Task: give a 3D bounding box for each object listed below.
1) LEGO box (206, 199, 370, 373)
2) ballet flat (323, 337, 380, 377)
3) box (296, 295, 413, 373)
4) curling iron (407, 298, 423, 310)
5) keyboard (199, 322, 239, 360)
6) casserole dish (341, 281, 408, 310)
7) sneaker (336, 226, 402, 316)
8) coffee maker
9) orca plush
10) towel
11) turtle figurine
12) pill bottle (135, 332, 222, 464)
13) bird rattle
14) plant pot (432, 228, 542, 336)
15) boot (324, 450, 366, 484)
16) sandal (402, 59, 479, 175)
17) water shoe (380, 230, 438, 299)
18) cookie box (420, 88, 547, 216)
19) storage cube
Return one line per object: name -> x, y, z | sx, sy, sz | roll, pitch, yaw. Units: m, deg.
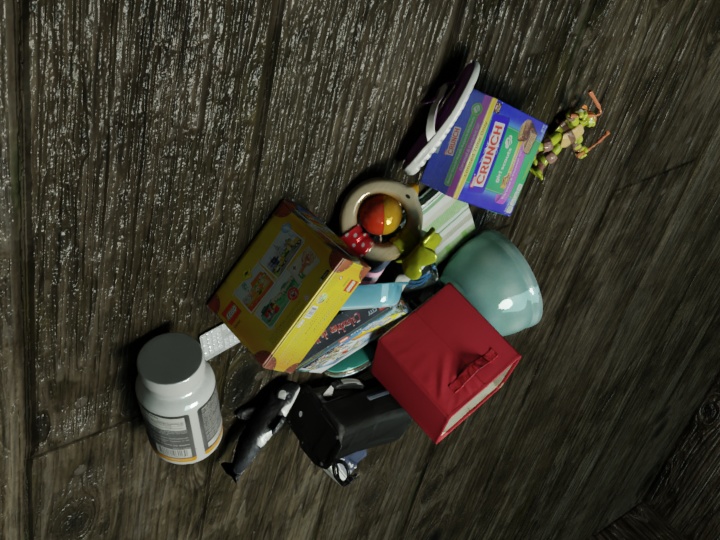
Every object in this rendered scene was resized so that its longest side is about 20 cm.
LEGO box -> -0.107, 0.025, 1.464 | 0.200, 0.149, 0.077 | -53, 149, 10
ballet flat -> 0.015, 0.139, 1.820 | 0.200, 0.074, 0.074 | -33, 146, -19
box -> -0.019, 0.104, 1.683 | 0.200, 0.038, 0.137 | -33, 163, 12
curling iron -> 0.031, 0.071, 1.769 | 0.200, 0.026, 0.050 | 1, 92, -32
keyboard -> -0.165, 0.076, 1.584 | 0.200, 0.011, 0.056 | -29, 145, -27
casserole dish -> -0.024, 0.042, 1.552 | 0.121, 0.200, 0.039 | 8, 78, -79
sneaker -> 0.000, 0.000, 1.656 | 0.200, 0.070, 0.082 | -45, 161, 7
coffee maker -> -0.006, 0.284, 1.838 | 0.200, 0.192, 0.135 | -10, 162, -42
orca plush -> -0.189, 0.263, 1.741 | 0.200, 0.071, 0.105 | -52, -167, 16
towel -> 0.128, -0.076, 1.757 | 0.149, 0.031, 0.200 | -40, 150, -8
turtle figurine -> 0.367, -0.246, 1.812 | 0.161, 0.064, 0.200 | -37, 157, -2
pill bottle -> -0.268, 0.189, 1.485 | 0.116, 0.116, 0.200 | -30, 145, -25
bird rattle -> 0.026, -0.062, 1.558 | 0.113, 0.200, 0.163 | -41, 132, -81
plant pot -> 0.217, 0.043, 1.837 | 0.134, 0.200, 0.200 | -29, 145, -18
boot -> -0.043, 0.356, 2.002 | 0.090, 0.073, 0.200 | -47, 158, -13
sandal -> 0.113, -0.234, 1.529 | 0.050, 0.082, 0.203 | 28, 110, -13
water shoe -> 0.097, -0.010, 1.704 | 0.079, 0.072, 0.200 | -1, 155, -21
cookie box -> 0.203, -0.191, 1.636 | 0.200, 0.075, 0.171 | 9, 105, -54
storage cube -> 0.142, 0.160, 1.734 | 0.171, 0.180, 0.200 | -38, 163, -18
